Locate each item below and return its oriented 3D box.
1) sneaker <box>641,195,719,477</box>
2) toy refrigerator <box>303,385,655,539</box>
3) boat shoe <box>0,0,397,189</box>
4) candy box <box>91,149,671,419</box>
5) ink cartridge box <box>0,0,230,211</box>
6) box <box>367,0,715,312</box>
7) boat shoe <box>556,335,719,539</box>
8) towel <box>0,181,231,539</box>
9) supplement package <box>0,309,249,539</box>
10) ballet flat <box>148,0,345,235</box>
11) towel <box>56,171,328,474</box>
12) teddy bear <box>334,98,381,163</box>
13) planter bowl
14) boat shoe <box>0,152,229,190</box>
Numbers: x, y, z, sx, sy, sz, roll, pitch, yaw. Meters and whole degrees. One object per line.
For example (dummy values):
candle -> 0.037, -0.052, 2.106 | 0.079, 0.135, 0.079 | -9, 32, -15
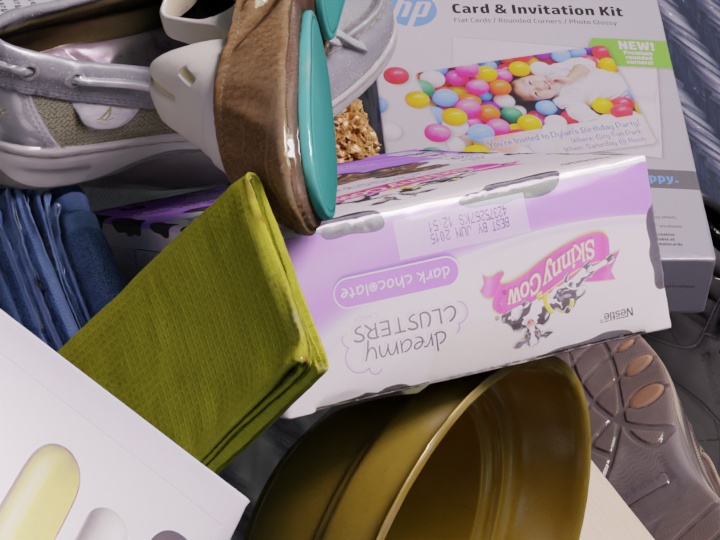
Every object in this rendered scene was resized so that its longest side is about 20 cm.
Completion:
sneaker -> 0.190, 0.050, 1.505 | 0.200, 0.099, 0.071 | 54, 31, 9
toy refrigerator -> 0.071, 0.123, 1.315 | 0.200, 0.070, 0.076 | 51, 39, 6
boat shoe -> -0.066, -0.089, 1.172 | 0.201, 0.065, 0.075 | -16, 55, -31
candy box -> 0.000, 0.000, 1.190 | 0.167, 0.200, 0.072 | -12, 98, -24
ink cartridge box -> -0.163, -0.112, 1.316 | 0.200, 0.041, 0.200 | -10, 63, -53
box -> 0.084, -0.064, 1.488 | 0.155, 0.041, 0.201 | 1, 45, -7
boat shoe -> 0.135, 0.107, 1.417 | 0.073, 0.074, 0.200 | 59, 8, -43
towel -> -0.096, 0.072, 1.146 | 0.048, 0.112, 0.201 | -19, 63, -14
supplement package -> -0.168, 0.083, 0.968 | 0.200, 0.156, 0.111 | 38, 48, -14
ballet flat -> -0.040, -0.087, 1.112 | 0.068, 0.072, 0.201 | 76, 14, -48
towel -> -0.091, 0.056, 1.067 | 0.018, 0.200, 0.086 | 12, 46, -45
teddy bear -> -0.017, -0.063, 1.375 | 0.066, 0.145, 0.200 | -14, 50, -6
planter bowl -> 0.008, 0.115, 1.189 | 0.083, 0.201, 0.200 | 20, 22, 26
boat shoe -> -0.113, -0.076, 1.227 | 0.200, 0.070, 0.072 | -1, 71, -17
